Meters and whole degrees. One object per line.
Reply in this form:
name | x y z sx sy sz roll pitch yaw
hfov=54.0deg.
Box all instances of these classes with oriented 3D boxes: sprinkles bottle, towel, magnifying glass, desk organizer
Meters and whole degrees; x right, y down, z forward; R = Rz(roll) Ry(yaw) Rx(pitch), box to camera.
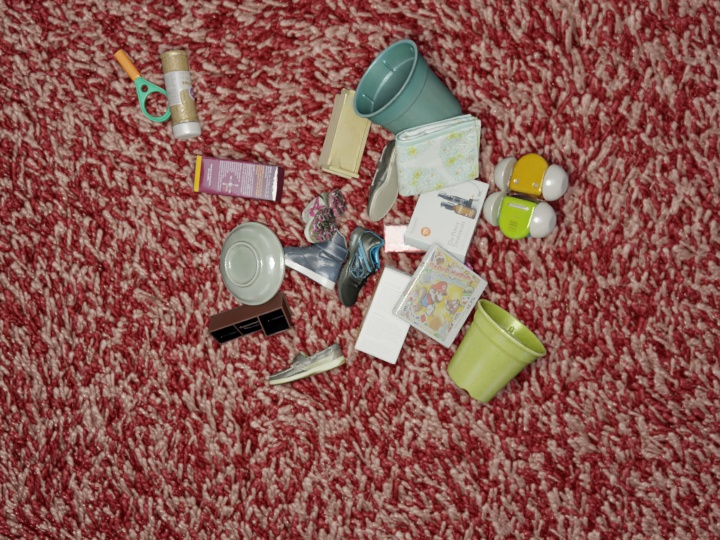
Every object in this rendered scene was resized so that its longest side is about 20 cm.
sprinkles bottle | -0.438 -0.426 1.716 0.067 0.068 0.204 -10 94 3
towel | 0.178 -0.258 1.608 0.196 0.049 0.173 -14 136 -5
magnifying glass | -0.537 -0.455 1.742 0.079 0.022 0.201 -37 91 4
desk organizer | -0.270 0.129 1.735 0.197 0.077 0.073 -19 116 3

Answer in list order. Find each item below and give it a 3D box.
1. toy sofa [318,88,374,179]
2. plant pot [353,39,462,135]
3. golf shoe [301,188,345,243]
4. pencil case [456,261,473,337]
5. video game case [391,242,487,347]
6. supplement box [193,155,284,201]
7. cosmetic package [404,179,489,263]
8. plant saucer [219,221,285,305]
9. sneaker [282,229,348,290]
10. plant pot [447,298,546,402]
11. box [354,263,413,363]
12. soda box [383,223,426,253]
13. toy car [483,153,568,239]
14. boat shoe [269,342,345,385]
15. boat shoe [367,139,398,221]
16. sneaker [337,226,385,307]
toy sofa | -0.030 -0.330 1.712 0.082 0.097 0.204 13 95 -24
plant pot | 0.119 -0.385 1.622 0.195 0.200 0.202 32 95 -35
golf shoe | -0.100 -0.120 1.672 0.091 0.201 0.073 -13 117 23
pencil case | 0.214 0.070 1.724 0.082 0.086 0.204 9 96 -38
video game case | 0.186 0.061 1.627 0.199 0.023 0.184 32 89 -35
supplement box | -0.289 -0.220 1.705 0.196 0.110 0.087 7 95 2
cosmetic package | 0.205 -0.133 1.672 0.148 0.052 0.203 17 67 12
plant saucer | -0.274 -0.016 1.708 0.197 0.050 0.204 1 93 29
sneaker | -0.125 -0.061 1.729 0.200 0.077 0.148 26 90 4
plant pot | 0.309 0.203 1.688 0.199 0.201 0.185 35 107 -1
box | 0.069 0.099 1.694 0.105 0.152 0.203 21 94 0
soda box | 0.153 -0.078 1.723 0.196 0.063 0.071 0 92 3
toy car | 0.400 -0.166 1.672 0.173 0.149 0.203 18 91 35
boat shoe | -0.137 0.232 1.756 0.198 0.072 0.067 -18 83 3
boat shoe | 0.061 -0.221 1.727 0.066 0.057 0.203 16 100 -35
sneaker | 0.000 0.000 1.709 0.081 0.073 0.203 20 109 22
